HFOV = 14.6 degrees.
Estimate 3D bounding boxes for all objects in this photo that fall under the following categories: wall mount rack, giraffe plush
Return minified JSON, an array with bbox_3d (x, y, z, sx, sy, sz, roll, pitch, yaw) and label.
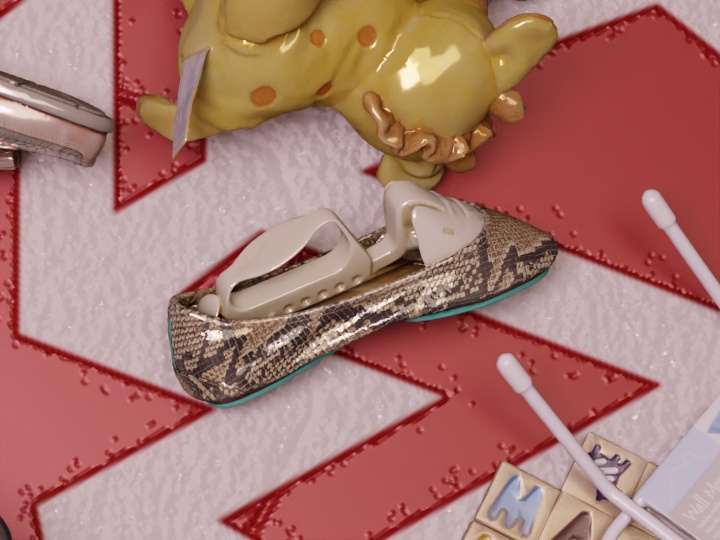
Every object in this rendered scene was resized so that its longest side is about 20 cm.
[{"bbox_3d":[0.169,0.066,1.367,0.174,0.075,0.200,37,68,16],"label":"wall mount rack"},{"bbox_3d":[0.002,-0.119,1.347,0.162,0.173,0.200,19,73,-21],"label":"giraffe plush"}]

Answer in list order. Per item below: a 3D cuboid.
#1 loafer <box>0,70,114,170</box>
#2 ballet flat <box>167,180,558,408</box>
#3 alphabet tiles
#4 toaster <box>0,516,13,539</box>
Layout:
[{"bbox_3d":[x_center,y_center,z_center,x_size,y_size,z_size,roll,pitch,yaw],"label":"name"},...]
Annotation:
[{"bbox_3d":[-0.219,-0.078,1.343,0.200,0.072,0.063,19,93,1],"label":"loafer"},{"bbox_3d":[0.000,0.000,1.351,0.200,0.068,0.075,-21,120,-11],"label":"ballet flat"},{"bbox_3d":[0.113,0.188,1.370,0.166,0.006,0.200,28,75,-4],"label":"alphabet tiles"},{"bbox_3d":[-0.204,0.180,1.253,0.114,0.129,0.200,-6,80,-12],"label":"toaster"}]
